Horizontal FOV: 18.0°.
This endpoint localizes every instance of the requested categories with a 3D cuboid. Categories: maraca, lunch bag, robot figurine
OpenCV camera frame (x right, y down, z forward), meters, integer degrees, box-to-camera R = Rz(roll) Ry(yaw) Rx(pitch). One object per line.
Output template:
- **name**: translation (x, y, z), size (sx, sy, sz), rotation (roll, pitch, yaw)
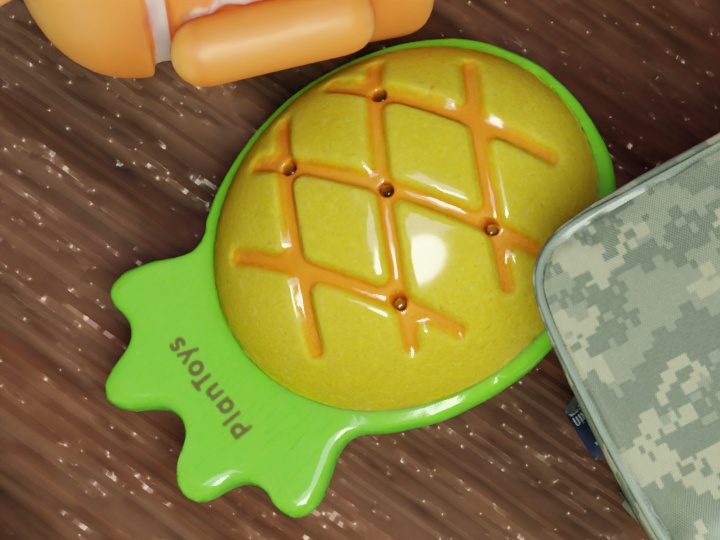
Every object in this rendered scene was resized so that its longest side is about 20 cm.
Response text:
- **maraca**: translation (0.000, 0.000, 0.819), size (0.200, 0.107, 0.137), rotation (-40, 68, -3)
- **lunch bag**: translation (0.167, 0.024, 0.762), size (0.200, 0.168, 0.139), rotation (-30, 69, 6)
- **robot figurine**: translation (-0.045, -0.135, 0.841), size (0.200, 0.117, 0.144), rotation (-10, 86, -4)
